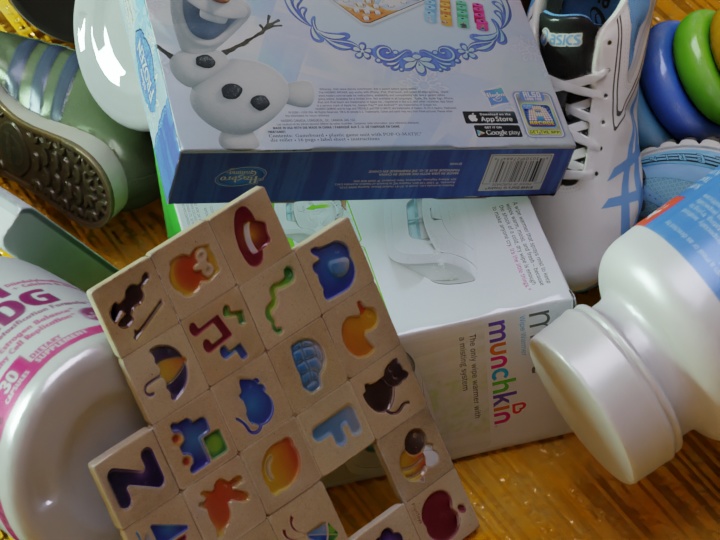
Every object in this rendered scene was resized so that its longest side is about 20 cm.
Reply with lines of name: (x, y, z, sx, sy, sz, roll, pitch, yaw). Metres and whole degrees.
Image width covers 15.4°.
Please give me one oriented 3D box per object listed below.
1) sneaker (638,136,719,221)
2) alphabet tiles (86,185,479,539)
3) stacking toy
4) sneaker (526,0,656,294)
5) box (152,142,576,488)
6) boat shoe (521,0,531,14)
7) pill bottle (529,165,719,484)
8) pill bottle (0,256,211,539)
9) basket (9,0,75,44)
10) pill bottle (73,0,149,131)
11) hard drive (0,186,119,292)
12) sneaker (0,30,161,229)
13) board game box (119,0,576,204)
sneaker: (0.196, 0.000, 1.337, 0.199, 0.079, 0.090, 22, 54, 31)
alphabet tiles: (-0.044, 0.073, 1.201, 0.167, 0.201, 0.008, -33, 19, -28)
stacking toy: (0.191, -0.107, 1.379, 0.199, 0.085, 0.086, -26, 29, 34)
sneaker: (0.109, -0.090, 1.347, 0.071, 0.202, 0.072, 6, -1, 34)
box: (0.000, 0.000, 1.342, 0.175, 0.097, 0.201, -12, 41, -8)
boat shoe: (0.059, -0.196, 1.485, 0.060, 0.201, 0.072, -35, 60, 17)
pill bottle: (0.181, 0.008, 1.237, 0.199, 0.113, 0.112, -34, 47, -10)
pill bottle: (-0.159, 0.058, 1.257, 0.113, 0.114, 0.200, -29, 29, -25)
basket: (-0.159, -0.230, 1.556, 0.135, 0.181, 0.201, 6, 36, -14)
pill bottle: (-0.048, -0.136, 1.458, 0.199, 0.113, 0.112, -7, 33, -43)
hard drive: (-0.220, -0.049, 1.390, 0.199, 0.132, 0.027, 32, 86, 27)
sneaker: (-0.165, -0.092, 1.499, 0.090, 0.067, 0.200, -24, 43, -33)
board game box: (-0.015, -0.120, 1.319, 0.199, 0.044, 0.200, -1, 51, -18)
